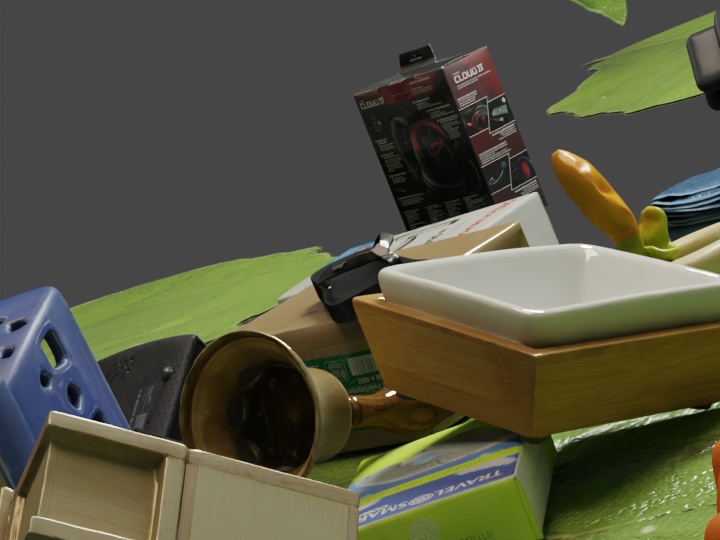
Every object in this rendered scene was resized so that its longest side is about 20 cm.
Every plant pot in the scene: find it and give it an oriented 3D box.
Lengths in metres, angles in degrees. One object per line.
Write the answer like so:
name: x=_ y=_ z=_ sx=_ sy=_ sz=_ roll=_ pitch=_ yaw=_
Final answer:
plant pot: x=-0.265 y=0.151 z=1.603 sx=0.199 sy=0.201 sz=0.180 roll=-20 pitch=15 yaw=11

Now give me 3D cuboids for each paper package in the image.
paper package: x=0.019 y=0.056 z=1.774 sx=0.200 sy=0.104 sz=0.190 roll=-13 pitch=13 yaw=45

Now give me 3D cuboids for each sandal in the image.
sandal: x=-0.001 y=0.000 z=1.679 sx=0.076 sy=0.043 sz=0.200 roll=-25 pitch=9 yaw=-13

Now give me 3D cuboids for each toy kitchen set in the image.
toy kitchen set: x=-0.121 y=0.215 z=1.280 sx=0.200 sy=0.180 sz=0.164 roll=120 pitch=161 yaw=-46

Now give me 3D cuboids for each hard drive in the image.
hard drive: x=-0.175 y=0.125 z=1.799 sx=0.200 sy=0.042 sz=0.135 roll=-19 pitch=51 yaw=54

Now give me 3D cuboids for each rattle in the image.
rattle: x=0.264 y=-0.058 z=1.775 sx=0.199 sy=0.143 sz=0.130 roll=-26 pitch=-12 yaw=13

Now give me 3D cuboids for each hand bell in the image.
hand bell: x=-0.006 y=0.085 z=1.456 sx=0.104 sy=0.105 sz=0.200 roll=-16 pitch=-9 yaw=36

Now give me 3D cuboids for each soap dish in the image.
soap dish: x=0.118 y=0.040 z=1.434 sx=0.199 sy=0.082 sz=0.157 roll=-6 pitch=15 yaw=-41

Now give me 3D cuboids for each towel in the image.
towel: x=0.339 y=-0.070 z=1.947 sx=0.200 sy=0.049 sz=0.112 roll=-15 pitch=10 yaw=42

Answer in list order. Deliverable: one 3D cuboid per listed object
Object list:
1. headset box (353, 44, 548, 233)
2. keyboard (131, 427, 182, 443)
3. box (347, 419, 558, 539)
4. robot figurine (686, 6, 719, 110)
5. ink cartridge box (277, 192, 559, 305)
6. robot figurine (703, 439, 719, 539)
headset box: x=0.089 y=-0.135 z=2.497 sx=0.075 sy=0.201 sz=0.148 roll=-28 pitch=10 yaw=-39
keyboard: x=-0.068 y=0.134 z=1.555 sx=0.127 sy=0.021 sz=0.200 roll=19 pitch=-4 yaw=-23
box: x=0.047 y=0.135 z=1.378 sx=0.122 sy=0.048 sz=0.200 roll=-21 pitch=7 yaw=11
robot figurine: x=0.443 y=-0.239 z=2.501 sx=0.199 sy=0.125 sz=0.150 roll=-20 pitch=8 yaw=17
ink cartridge box: x=0.055 y=0.014 z=2.019 sx=0.199 sy=0.085 sz=0.146 roll=-18 pitch=9 yaw=31
robot figurine: x=0.220 y=0.093 z=0.947 sx=0.200 sy=0.144 sz=0.117 roll=-5 pitch=58 yaw=65
